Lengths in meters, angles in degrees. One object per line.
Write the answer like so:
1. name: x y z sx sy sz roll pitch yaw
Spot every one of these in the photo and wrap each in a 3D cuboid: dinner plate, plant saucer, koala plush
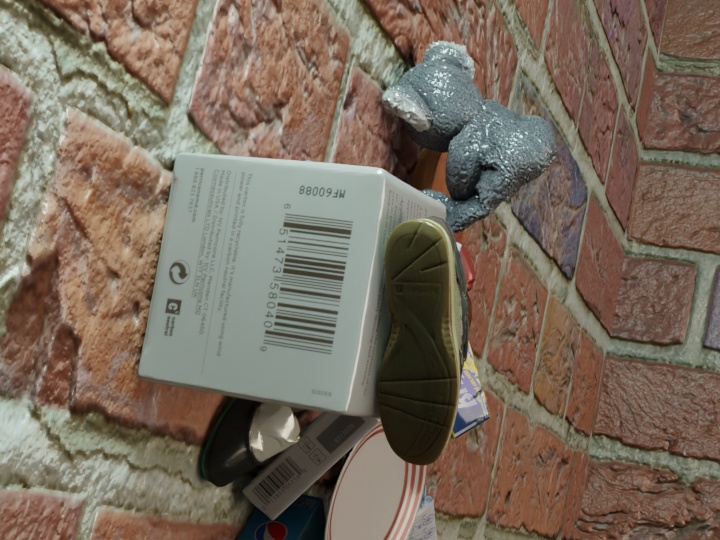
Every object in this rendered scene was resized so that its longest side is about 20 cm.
1. dinner plate: 0.012 0.240 1.354 0.200 0.024 0.200 -33 130 -52
2. plant saucer: 0.104 -0.088 1.729 0.200 0.037 0.200 7 90 -70
3. koala plush: 0.122 -0.175 1.570 0.200 0.184 0.177 51 50 -8

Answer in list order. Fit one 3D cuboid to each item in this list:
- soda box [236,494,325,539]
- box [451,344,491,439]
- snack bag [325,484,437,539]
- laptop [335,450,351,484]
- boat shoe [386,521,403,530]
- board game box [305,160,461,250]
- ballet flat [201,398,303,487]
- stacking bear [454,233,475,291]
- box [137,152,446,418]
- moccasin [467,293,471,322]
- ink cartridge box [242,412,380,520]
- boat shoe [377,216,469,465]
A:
1. soda box: -0.100 0.311 1.292 0.200 0.064 0.068 -55 147 -50
2. box: 0.099 0.109 1.644 0.064 0.070 0.200 -27 112 -24
3. snack bag: 0.016 0.322 1.540 0.189 0.021 0.200 -34 139 -25
4. laptop: 0.049 0.213 1.591 0.200 0.103 0.177 62 39 -32
5. boat shoe: -0.030 0.325 1.400 0.202 0.075 0.075 -42 139 -32
6. board game box: 0.000 0.000 1.310 0.200 0.037 0.151 28 65 -26
7. ballet flat: -0.084 0.132 1.258 0.200 0.068 0.068 -59 140 -47
8. stacking bear: 0.023 -0.010 1.446 0.200 0.121 0.114 -1 69 -60
9. box: -0.053 0.015 1.109 0.171 0.200 0.199 19 80 -67
10. moccasin: 0.098 0.088 1.724 0.078 0.074 0.201 -50 161 -46
11. ink cartridge box: -0.028 0.160 1.341 0.160 0.047 0.200 -45 -179 17
12. boat shoe: 0.057 0.054 1.034 0.066 0.072 0.201 -23 116 -58
